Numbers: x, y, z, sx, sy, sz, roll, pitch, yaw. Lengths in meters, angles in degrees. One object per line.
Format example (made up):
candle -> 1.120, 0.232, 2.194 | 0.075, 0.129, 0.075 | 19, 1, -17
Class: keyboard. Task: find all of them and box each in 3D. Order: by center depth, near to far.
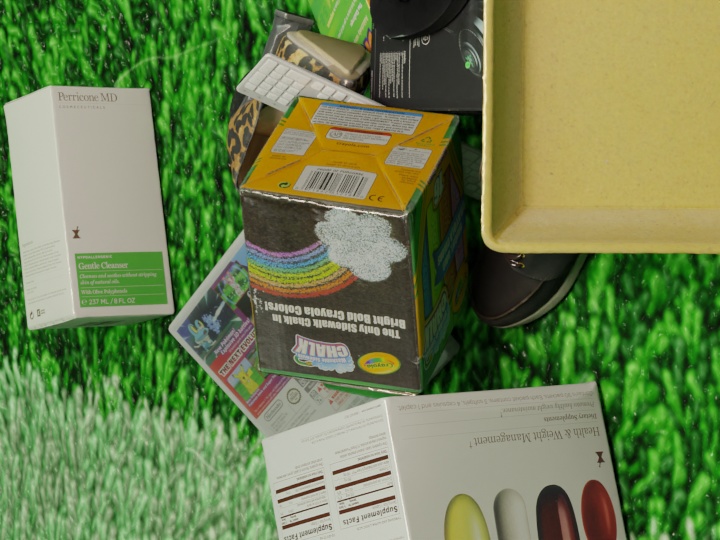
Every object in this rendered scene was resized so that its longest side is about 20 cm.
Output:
keyboard -> 0.013, -0.099, 1.653 | 0.056, 0.200, 0.011 | -34, 36, 61

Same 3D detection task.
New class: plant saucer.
plant saucer -> 0.174, -0.111, 1.477 | 0.048, 0.200, 0.200 | -123, 34, -87

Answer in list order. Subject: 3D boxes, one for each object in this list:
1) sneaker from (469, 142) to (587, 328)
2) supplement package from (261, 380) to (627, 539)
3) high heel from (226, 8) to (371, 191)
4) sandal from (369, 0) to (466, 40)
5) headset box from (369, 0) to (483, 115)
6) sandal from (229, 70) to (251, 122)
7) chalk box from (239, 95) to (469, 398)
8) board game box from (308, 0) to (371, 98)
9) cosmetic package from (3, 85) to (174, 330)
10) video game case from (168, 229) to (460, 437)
sneaker -> 0.104, -0.034, 1.598 | 0.200, 0.106, 0.075 | -55, 51, 39
supplement package -> 0.064, 0.190, 1.589 | 0.147, 0.191, 0.200 | -23, 74, 51
high heel -> -0.047, -0.106, 1.734 | 0.200, 0.071, 0.143 | -134, 60, -68
sandal -> 0.061, -0.224, 1.548 | 0.200, 0.043, 0.076 | -42, 59, 43
headset box -> 0.103, -0.193, 1.605 | 0.200, 0.093, 0.174 | 3, 94, 52
sandal -> -0.055, -0.077, 1.858 | 0.075, 0.048, 0.201 | -52, 40, 40
chalk box -> 0.000, 0.000, 1.626 | 0.125, 0.124, 0.200 | 9, 129, 16
board game box -> -0.008, -0.200, 1.758 | 0.096, 0.030, 0.200 | -34, 73, 66
cosmetic package -> -0.234, -0.053, 2.030 | 0.085, 0.108, 0.200 | -13, 82, 51
video game case -> -0.039, 0.051, 1.796 | 0.182, 0.023, 0.200 | 47, 131, 8
